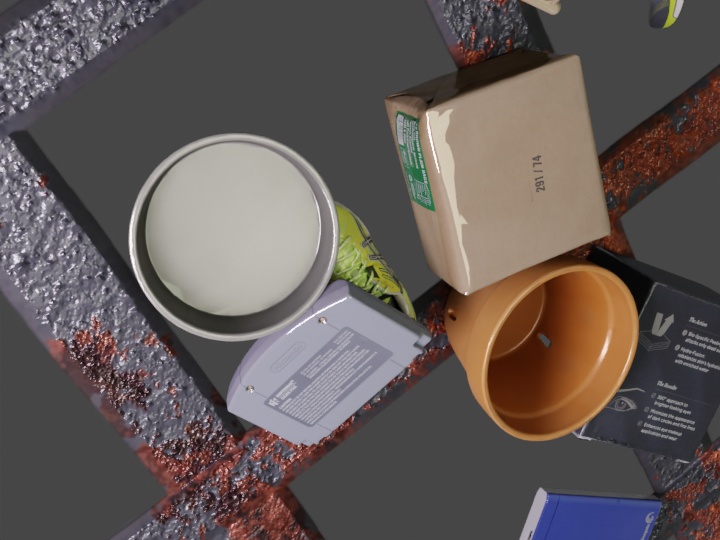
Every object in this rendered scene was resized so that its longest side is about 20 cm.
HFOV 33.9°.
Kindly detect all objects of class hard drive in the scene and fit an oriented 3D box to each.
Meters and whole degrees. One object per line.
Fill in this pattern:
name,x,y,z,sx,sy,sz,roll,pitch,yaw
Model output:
hard drive,0.295,0.352,1.545,0.198,0.025,0.133,9,106,-31

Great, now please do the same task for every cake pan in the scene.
cake pan,-0.120,-0.034,1.121,0.198,0.037,0.202,-3,106,-11

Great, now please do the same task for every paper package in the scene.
paper package,0.142,-0.104,1.205,0.189,0.103,0.202,-22,112,-19

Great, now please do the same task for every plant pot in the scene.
plant pot,0.183,0.065,1.293,0.198,0.140,0.202,-11,115,-24

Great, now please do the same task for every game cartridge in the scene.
game cartridge,-0.040,0.095,1.200,0.133,0.041,0.200,29,122,-32

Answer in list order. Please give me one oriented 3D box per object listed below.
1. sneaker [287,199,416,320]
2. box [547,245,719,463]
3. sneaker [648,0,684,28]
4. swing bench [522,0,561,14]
sneaker,0.000,0.000,1.205,0.075,0.076,0.200,-45,123,-2
box,0.337,0.102,1.405,0.195,0.117,0.202,17,103,-33
sneaker,0.294,-0.338,1.228,0.080,0.074,0.201,-5,134,16
swing bench,0.139,-0.347,1.042,0.198,0.131,0.199,2,153,-30
